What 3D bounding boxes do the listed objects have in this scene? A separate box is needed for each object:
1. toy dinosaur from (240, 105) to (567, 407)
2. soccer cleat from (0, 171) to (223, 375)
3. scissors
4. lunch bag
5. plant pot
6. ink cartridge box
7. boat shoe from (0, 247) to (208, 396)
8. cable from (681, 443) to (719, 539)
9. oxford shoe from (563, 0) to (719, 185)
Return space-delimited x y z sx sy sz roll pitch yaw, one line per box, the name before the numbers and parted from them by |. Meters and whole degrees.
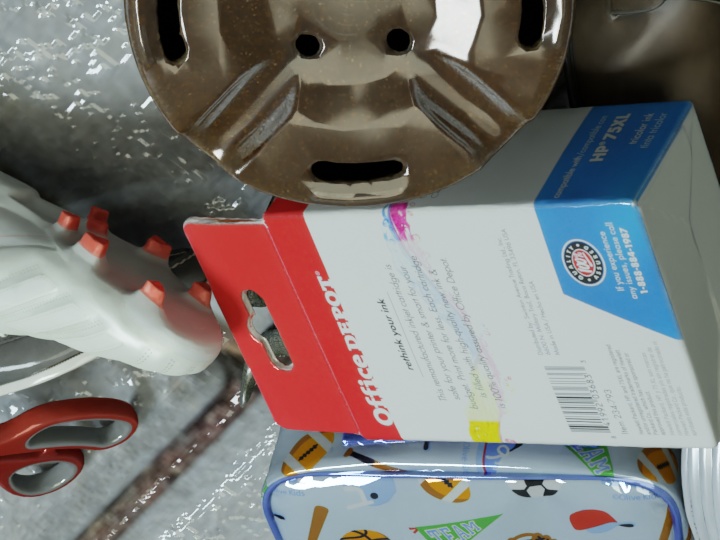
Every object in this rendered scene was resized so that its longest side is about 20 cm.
toy dinosaur | 0.000 0.000 0.942 0.102 0.077 0.201 25 114 -6
soccer cleat | -0.141 0.003 0.904 0.200 0.069 0.078 30 102 25
scissors | -0.184 0.077 0.956 0.199 0.014 0.073 7 141 -48
lunch bag | 0.062 0.107 0.971 0.199 0.076 0.161 -2 136 16
plant pot | -0.006 -0.134 0.794 0.199 0.199 0.201 0 120 0
ink cartridge box | 0.043 0.004 0.848 0.199 0.067 0.117 -1 127 33
boat shoe | -0.160 0.024 0.959 0.199 0.067 0.057 -24 98 9
cable | 0.214 0.052 0.923 0.200 0.069 0.200 -54 136 -19
oxford shoe | 0.118 -0.112 0.828 0.072 0.084 0.201 1 94 -4
